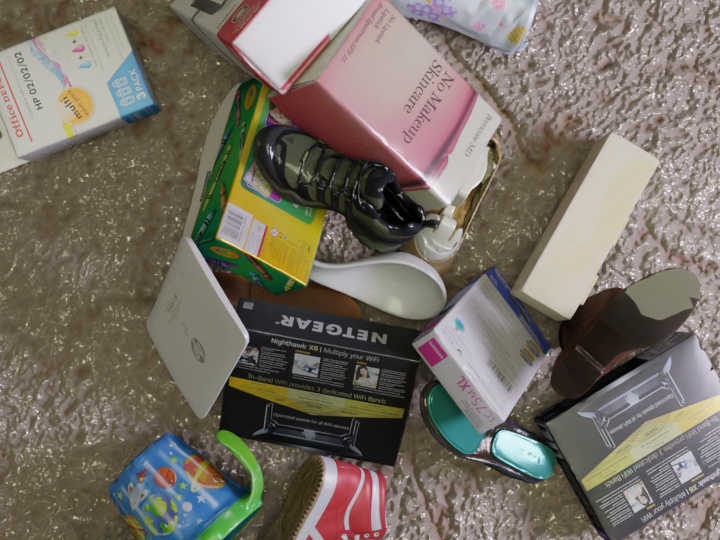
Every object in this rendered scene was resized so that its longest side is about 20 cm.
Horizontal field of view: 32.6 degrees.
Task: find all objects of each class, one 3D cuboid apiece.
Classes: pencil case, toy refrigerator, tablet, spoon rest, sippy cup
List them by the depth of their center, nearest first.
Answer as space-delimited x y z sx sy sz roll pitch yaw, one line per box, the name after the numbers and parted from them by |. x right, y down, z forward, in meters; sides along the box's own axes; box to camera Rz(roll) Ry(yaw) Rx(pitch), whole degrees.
-0.174 0.064 1.283 0.014 0.200 0.130 -23 71 -31 | tablet
-0.196 0.252 1.330 0.130 0.140 0.178 45 70 8 | sippy cup
0.096 -0.303 1.342 0.200 0.083 0.091 15 85 -3 | pencil case
0.000 0.000 1.343 0.200 0.099 0.061 24 54 7 | spoon rest
0.247 -0.045 1.351 0.070 0.076 0.200 31 85 -1 | toy refrigerator

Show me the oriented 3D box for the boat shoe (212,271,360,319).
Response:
-0.102 0.050 1.358 0.199 0.070 0.070 11 129 -1 | boat shoe

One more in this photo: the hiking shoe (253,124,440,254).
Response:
-0.012 -0.094 1.246 0.200 0.101 0.076 31 62 -23 | hiking shoe

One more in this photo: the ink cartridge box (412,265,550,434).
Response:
0.135 0.080 1.318 0.042 0.200 0.119 -35 93 32 | ink cartridge box

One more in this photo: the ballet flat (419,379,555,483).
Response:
0.125 0.177 1.343 0.200 0.073 0.073 32 90 -27 | ballet flat

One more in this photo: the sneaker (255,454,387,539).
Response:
-0.043 0.293 1.359 0.112 0.071 0.200 15 118 -32 | sneaker

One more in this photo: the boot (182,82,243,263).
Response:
-0.128 -0.099 1.356 0.090 0.073 0.200 19 83 -28 | boot

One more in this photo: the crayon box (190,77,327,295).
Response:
-0.092 -0.091 1.290 0.119 0.058 0.200 29 64 -32 | crayon box

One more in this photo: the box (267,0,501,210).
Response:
0.027 -0.170 1.283 0.200 0.109 0.128 41 68 -24 | box

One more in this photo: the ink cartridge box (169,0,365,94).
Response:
-0.096 -0.282 1.272 0.146 0.200 0.085 -49 123 -1 | ink cartridge box

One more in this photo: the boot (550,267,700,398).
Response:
0.275 0.043 1.293 0.186 0.200 0.064 -39 90 19 | boot

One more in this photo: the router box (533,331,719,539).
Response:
0.319 0.185 1.374 0.200 0.052 0.157 -29 93 -6 | router box

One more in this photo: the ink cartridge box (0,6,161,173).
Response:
-0.333 -0.192 1.336 0.200 0.068 0.115 -22 92 -1 | ink cartridge box

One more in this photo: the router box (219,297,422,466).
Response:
-0.045 0.121 1.316 0.199 0.052 0.158 11 127 -1 | router box

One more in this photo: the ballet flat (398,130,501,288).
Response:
0.098 -0.072 1.357 0.070 0.065 0.200 22 91 -6 | ballet flat
